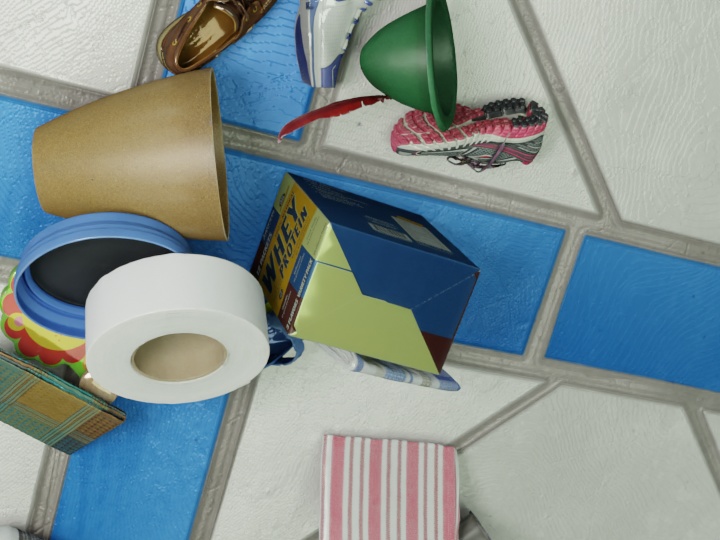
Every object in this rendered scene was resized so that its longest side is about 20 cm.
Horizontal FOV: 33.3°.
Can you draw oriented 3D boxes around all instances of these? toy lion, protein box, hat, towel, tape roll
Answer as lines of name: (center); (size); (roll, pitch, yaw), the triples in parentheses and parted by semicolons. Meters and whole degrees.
toy lion: (-0.310, 0.044, 1.407); (0.199, 0.069, 0.193); (-36, 109, -3)
protein box: (0.000, 0.000, 1.410); (0.196, 0.200, 0.137); (16, 104, -23)
hat: (0.011, -0.236, 1.387); (0.173, 0.200, 0.169); (-3, 94, 14)
towel: (-0.386, 0.146, 1.392); (0.199, 0.022, 0.146); (33, 139, -27)
towel: (0.038, 0.298, 1.587); (0.197, 0.030, 0.149); (8, 70, -17)
towel: (0.016, 0.094, 1.452); (0.198, 0.146, 0.024); (17, 103, -44)
tape roll: (-0.198, 0.067, 1.308); (0.199, 0.072, 0.204); (-7, 146, -5)

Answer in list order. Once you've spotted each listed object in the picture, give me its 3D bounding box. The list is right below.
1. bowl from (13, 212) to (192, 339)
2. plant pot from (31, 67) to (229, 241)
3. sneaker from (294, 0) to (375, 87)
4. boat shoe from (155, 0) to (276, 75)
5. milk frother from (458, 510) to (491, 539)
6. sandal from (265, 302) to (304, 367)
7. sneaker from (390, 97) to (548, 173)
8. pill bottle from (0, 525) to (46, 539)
bowl: (-0.272, 0.007, 1.300); (0.197, 0.040, 0.202); (-7, 147, -4)
plant pot: (-0.249, -0.116, 1.312); (0.196, 0.187, 0.189); (-6, 112, -3)
sneaker: (-0.013, -0.306, 1.361); (0.113, 0.081, 0.203); (-3, 109, -15)
boat shoe: (-0.141, -0.289, 1.331); (0.200, 0.068, 0.072); (-45, 116, 1)
milk frother: (0.135, 0.475, 1.645); (0.187, 0.181, 0.201); (-32, 120, -3)
sandal: (-0.145, 0.096, 1.462); (0.198, 0.087, 0.080); (-25, 117, -6)
sneaker: (0.133, -0.156, 1.468); (0.196, 0.081, 0.075); (-4, 131, -12)
pill bottle: (-0.411, 0.377, 1.462); (0.198, 0.111, 0.112); (30, 98, -25)
